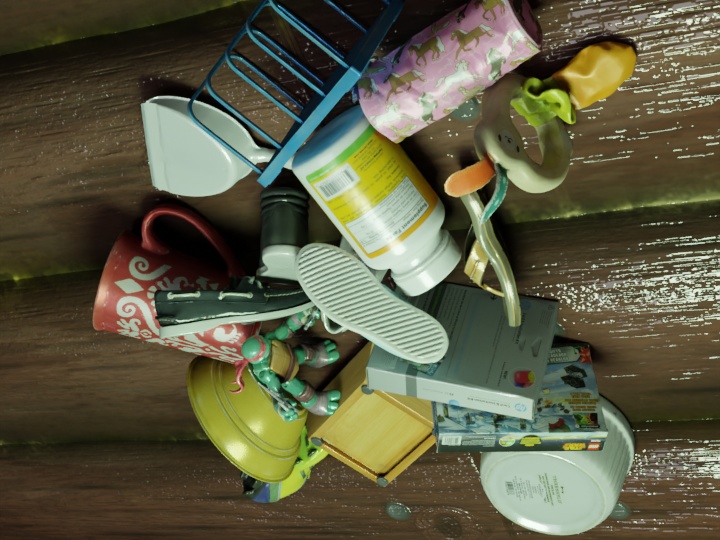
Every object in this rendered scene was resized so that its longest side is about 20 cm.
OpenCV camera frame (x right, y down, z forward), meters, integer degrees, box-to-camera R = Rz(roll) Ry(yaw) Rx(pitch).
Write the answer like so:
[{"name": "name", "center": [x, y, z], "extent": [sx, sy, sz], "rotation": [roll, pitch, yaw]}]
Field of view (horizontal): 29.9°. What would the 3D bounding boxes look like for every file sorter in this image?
[{"name": "file sorter", "center": [-0.073, -0.217, 1.400], "extent": [0.122, 0.139, 0.200], "rotation": [37, 135, -8]}]

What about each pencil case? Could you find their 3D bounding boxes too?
[{"name": "pencil case", "center": [0.088, -0.211, 1.347], "extent": [0.199, 0.083, 0.087], "rotation": [-29, 121, 25]}]

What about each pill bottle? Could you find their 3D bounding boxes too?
[{"name": "pill bottle", "center": [0.024, -0.073, 1.495], "extent": [0.110, 0.111, 0.201], "rotation": [-25, 111, 38]}]

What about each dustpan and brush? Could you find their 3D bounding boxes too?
[{"name": "dustpan and brush", "center": [-0.150, -0.136, 1.575], "extent": [0.198, 0.057, 0.141], "rotation": [17, 138, 17]}]

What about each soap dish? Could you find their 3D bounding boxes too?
[{"name": "soap dish", "center": [0.029, 0.192, 1.780], "extent": [0.157, 0.082, 0.200], "rotation": [33, 134, -9]}]

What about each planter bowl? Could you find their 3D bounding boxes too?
[{"name": "planter bowl", "center": [-0.128, 0.170, 1.769], "extent": [0.083, 0.201, 0.200], "rotation": [-39, 111, 20]}]

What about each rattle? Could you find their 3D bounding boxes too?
[{"name": "rattle", "center": [0.181, -0.134, 1.316], "extent": [0.142, 0.200, 0.132], "rotation": [-5, 107, 33]}]

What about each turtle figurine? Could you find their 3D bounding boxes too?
[{"name": "turtle figurine", "center": [-0.090, 0.113, 1.676], "extent": [0.100, 0.151, 0.200], "rotation": [8, 167, 27]}]

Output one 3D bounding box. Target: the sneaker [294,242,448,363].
[{"name": "sneaker", "center": [0.008, 0.045, 1.533], "extent": [0.199, 0.074, 0.082], "rotation": [38, 172, 4]}]

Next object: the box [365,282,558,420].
[{"name": "box", "center": [0.122, 0.087, 1.588], "extent": [0.198, 0.157, 0.041], "rotation": [8, 137, 15]}]

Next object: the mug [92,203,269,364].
[{"name": "mug", "center": [-0.220, 0.028, 1.699], "extent": [0.198, 0.134, 0.178], "rotation": [18, 138, 1]}]

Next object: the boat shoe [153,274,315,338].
[{"name": "boat shoe", "center": [-0.149, 0.035, 1.616], "extent": [0.075, 0.198, 0.061], "rotation": [-11, 89, 65]}]

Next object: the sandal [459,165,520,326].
[{"name": "sandal", "center": [0.136, -0.024, 1.527], "extent": [0.053, 0.081, 0.201], "rotation": [-19, 118, 10]}]

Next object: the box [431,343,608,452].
[{"name": "box", "center": [0.182, 0.149, 1.593], "extent": [0.197, 0.138, 0.040], "rotation": [0, 136, -4]}]

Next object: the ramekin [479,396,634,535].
[{"name": "ramekin", "center": [0.246, 0.247, 1.723], "extent": [0.198, 0.106, 0.202], "rotation": [12, 135, 12]}]

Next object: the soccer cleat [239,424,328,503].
[{"name": "soccer cleat", "center": [-0.094, 0.276, 1.941], "extent": [0.083, 0.065, 0.200], "rotation": [15, 140, -36]}]

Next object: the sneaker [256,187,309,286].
[{"name": "sneaker", "center": [-0.089, -0.042, 1.626], "extent": [0.070, 0.100, 0.200], "rotation": [3, 166, -3]}]

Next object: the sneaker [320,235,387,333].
[{"name": "sneaker", "center": [0.000, 0.000, 1.617], "extent": [0.072, 0.071, 0.201], "rotation": [19, 134, 5]}]
